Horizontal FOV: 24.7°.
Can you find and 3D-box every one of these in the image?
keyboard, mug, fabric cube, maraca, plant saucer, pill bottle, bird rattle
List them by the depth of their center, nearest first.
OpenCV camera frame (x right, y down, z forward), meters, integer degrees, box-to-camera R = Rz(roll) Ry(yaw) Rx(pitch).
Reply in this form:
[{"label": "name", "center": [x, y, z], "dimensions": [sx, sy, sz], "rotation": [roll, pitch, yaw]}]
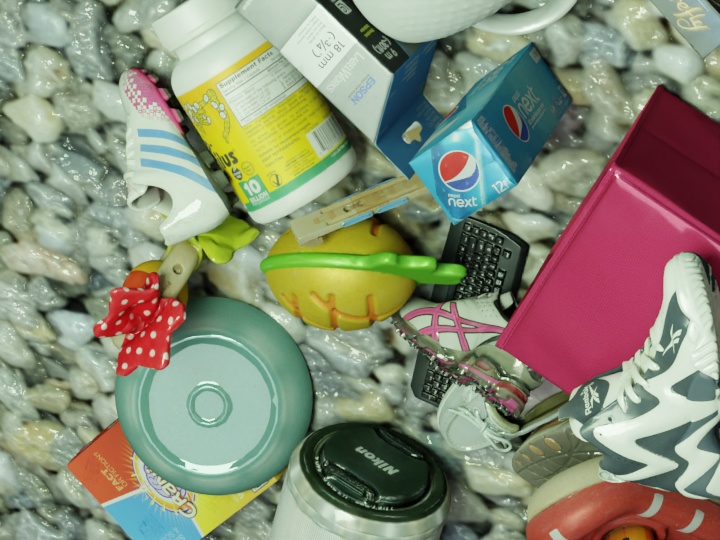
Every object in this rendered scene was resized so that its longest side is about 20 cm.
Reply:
[{"label": "mug", "center": [0.093, -0.259, 1.326], "dimensions": [0.199, 0.149, 0.175], "rotation": [27, 133, -28]}, {"label": "fabric cube", "center": [0.259, 0.006, 1.337], "dimensions": [0.198, 0.200, 0.197], "rotation": [34, 123, 4]}, {"label": "pill bottle", "center": [-0.098, -0.153, 1.457], "dimensions": [0.112, 0.113, 0.201], "rotation": [-25, 104, 29]}, {"label": "maraca", "center": [0.000, 0.000, 1.478], "dimensions": [0.198, 0.136, 0.108], "rotation": [-2, 83, 38]}, {"label": "keyboard", "center": [0.107, 0.054, 1.516], "dimensions": [0.103, 0.040, 0.202], "rotation": [19, 120, 13]}, {"label": "bird rattle", "center": [-0.182, 0.022, 1.538], "dimensions": [0.112, 0.202, 0.163], "rotation": [25, 151, -11]}, {"label": "plant saucer", "center": [-0.147, 0.128, 1.612], "dimensions": [0.197, 0.036, 0.203], "rotation": [1, 100, 3]}]

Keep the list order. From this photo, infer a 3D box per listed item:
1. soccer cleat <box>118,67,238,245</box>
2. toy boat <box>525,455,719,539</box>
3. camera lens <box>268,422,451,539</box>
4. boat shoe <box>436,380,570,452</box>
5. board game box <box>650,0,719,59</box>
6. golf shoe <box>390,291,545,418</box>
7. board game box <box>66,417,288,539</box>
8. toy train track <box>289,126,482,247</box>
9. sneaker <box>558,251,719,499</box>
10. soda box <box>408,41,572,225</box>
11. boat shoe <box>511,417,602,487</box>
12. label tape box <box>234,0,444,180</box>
[{"label": "soccer cleat", "center": [-0.188, -0.105, 1.484], "dimensions": [0.200, 0.086, 0.070], "rotation": [53, 172, 35]}, {"label": "toy boat", "center": [0.240, 0.251, 1.461], "dimensions": [0.199, 0.132, 0.130], "rotation": [23, 136, -31]}, {"label": "camera lens", "center": [-0.008, 0.262, 1.588], "dimensions": [0.159, 0.160, 0.202], "rotation": [22, 120, 11]}, {"label": "boat shoe", "center": [0.144, 0.114, 1.482], "dimensions": [0.201, 0.065, 0.074], "rotation": [-30, 115, 34]}, {"label": "board game box", "center": [0.219, -0.266, 1.263], "dimensions": [0.200, 0.136, 0.035], "rotation": [47, 121, -5]}, {"label": "golf shoe", "center": [0.104, 0.058, 1.465], "dimensions": [0.073, 0.092, 0.199], "rotation": [43, 171, -37]}, {"label": "board game box", "center": [-0.190, 0.200, 1.703], "dimensions": [0.153, 0.040, 0.200], "rotation": [48, 121, -4]}, {"label": "toy train track", "center": [0.035, -0.062, 1.436], "dimensions": [0.198, 0.115, 0.033], "rotation": [-22, 141, -9]}, {"label": "sneaker", "center": [0.208, 0.082, 1.231], "dimensions": [0.128, 0.080, 0.201], "rotation": [-3, 123, 16]}, {"label": "soda box", "center": [0.109, -0.115, 1.339], "dimensions": [0.068, 0.200, 0.064], "rotation": [-33, 99, 30]}, {"label": "boat shoe", "center": [0.216, 0.138, 1.494], "dimensions": [0.076, 0.072, 0.200], "rotation": [41, 133, -12]}, {"label": "label tape box", "center": [0.007, -0.188, 1.380], "dimensions": [0.200, 0.144, 0.063], "rotation": [44, 120, -3]}]
